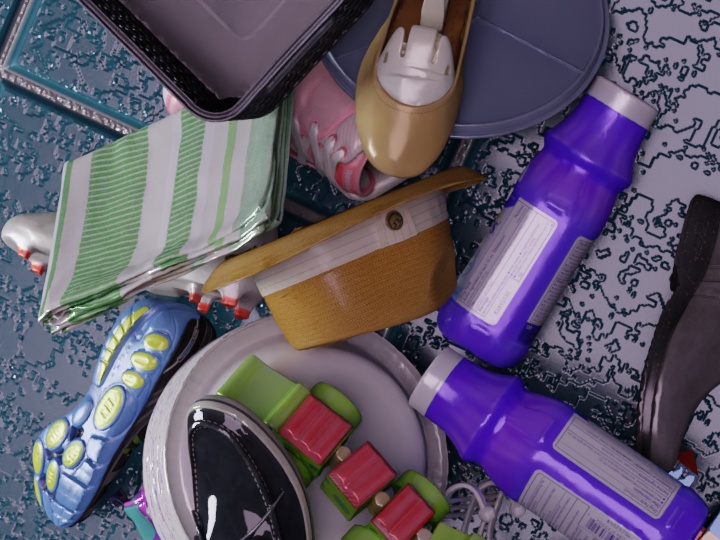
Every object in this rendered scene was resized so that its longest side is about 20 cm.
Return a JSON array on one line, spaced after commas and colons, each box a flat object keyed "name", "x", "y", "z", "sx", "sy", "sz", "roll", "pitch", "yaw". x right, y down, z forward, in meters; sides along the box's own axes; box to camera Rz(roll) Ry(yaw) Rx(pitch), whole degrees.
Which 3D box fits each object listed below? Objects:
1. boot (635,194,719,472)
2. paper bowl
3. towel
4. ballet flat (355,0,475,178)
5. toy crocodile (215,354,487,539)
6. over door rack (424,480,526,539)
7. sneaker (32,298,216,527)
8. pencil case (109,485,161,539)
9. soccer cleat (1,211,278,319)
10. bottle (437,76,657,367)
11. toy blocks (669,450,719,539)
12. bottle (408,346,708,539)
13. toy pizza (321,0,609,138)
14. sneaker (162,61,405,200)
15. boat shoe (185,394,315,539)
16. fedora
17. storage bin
[{"name": "boot", "x": 0.258, "y": 0.052, "z": 1.382, "sx": 0.131, "sy": 0.070, "sz": 0.200, "roll": 15, "pitch": 81, "yaw": 9}, {"name": "paper bowl", "x": -0.037, "y": 0.127, "z": 1.396, "sx": 0.200, "sy": 0.104, "sz": 0.201, "roll": 5, "pitch": 77, "yaw": -21}, {"name": "towel", "x": -0.128, "y": -0.051, "z": 1.385, "sx": 0.200, "sy": 0.023, "sz": 0.153, "roll": -24, "pitch": 44, "yaw": 30}, {"name": "ballet flat", "x": 0.039, "y": -0.154, "z": 1.342, "sx": 0.069, "sy": 0.063, "sz": 0.200, "roll": 11, "pitch": 60, "yaw": 3}, {"name": "toy crocodile", "x": -0.005, "y": 0.127, "z": 1.307, "sx": 0.200, "sy": 0.062, "sz": 0.068, "roll": 43, "pitch": 69, "yaw": 9}, {"name": "over door rack", "x": 0.056, "y": 0.234, "z": 1.405, "sx": 0.067, "sy": 0.148, "sz": 0.200, "roll": 33, "pitch": 97, "yaw": 20}, {"name": "sneaker", "x": -0.164, "y": 0.106, "z": 1.476, "sx": 0.071, "sy": 0.083, "sz": 0.200, "roll": 50, "pitch": 116, "yaw": 34}, {"name": "pencil case", "x": -0.089, "y": 0.222, "z": 1.457, "sx": 0.085, "sy": 0.092, "sz": 0.200, "roll": -31, "pitch": 88, "yaw": 29}, {"name": "soccer cleat", "x": -0.152, "y": -0.020, "z": 1.479, "sx": 0.200, "sy": 0.069, "sz": 0.078, "roll": 11, "pitch": 74, "yaw": 11}, {"name": "bottle", "x": 0.126, "y": -0.033, "z": 1.405, "sx": 0.065, "sy": 0.084, "sz": 0.200, "roll": 32, "pitch": 98, "yaw": 5}, {"name": "toy blocks", "x": 0.232, "y": 0.214, "z": 1.409, "sx": 0.200, "sy": 0.100, "sz": 0.137, "roll": 37, "pitch": 87, "yaw": 8}, {"name": "bottle", "x": 0.125, "y": 0.123, "z": 1.352, "sx": 0.200, "sy": 0.084, "sz": 0.065, "roll": 34, "pitch": 68, "yaw": 10}, {"name": "toy pizza", "x": 0.066, "y": -0.166, "z": 1.406, "sx": 0.200, "sy": 0.032, "sz": 0.201, "roll": 1, "pitch": 59, "yaw": -1}, {"name": "sneaker", "x": -0.038, "y": -0.100, "z": 1.428, "sx": 0.200, "sy": 0.075, "sz": 0.105, "roll": -5, "pitch": 61, "yaw": 7}, {"name": "boat shoe", "x": -0.069, "y": 0.173, "z": 1.293, "sx": 0.075, "sy": 0.062, "sz": 0.200, "roll": 0, "pitch": 112, "yaw": 35}, {"name": "fedora", "x": 0.000, "y": 0.000, "z": 1.345, "sx": 0.200, "sy": 0.201, "sz": 0.082, "roll": -22, "pitch": 92, "yaw": 10}, {"name": "storage bin", "x": -0.103, "y": -0.200, "z": 1.297, "sx": 0.200, "sy": 0.094, "sz": 0.135, "roll": 45, "pitch": 102, "yaw": 5}]
